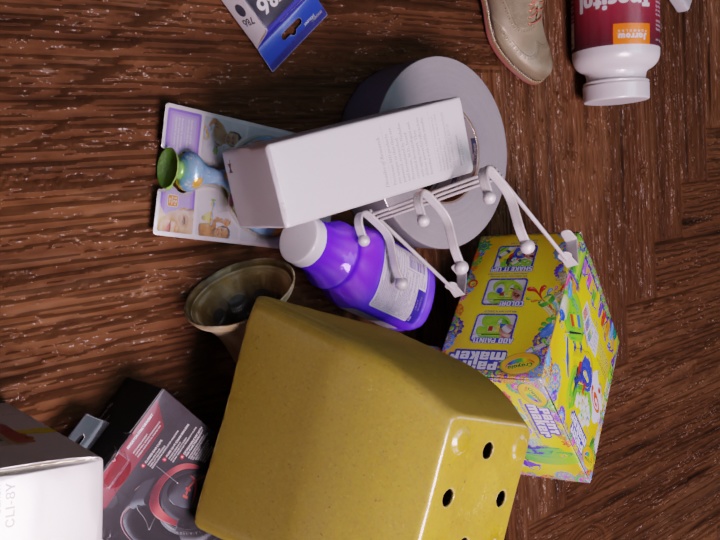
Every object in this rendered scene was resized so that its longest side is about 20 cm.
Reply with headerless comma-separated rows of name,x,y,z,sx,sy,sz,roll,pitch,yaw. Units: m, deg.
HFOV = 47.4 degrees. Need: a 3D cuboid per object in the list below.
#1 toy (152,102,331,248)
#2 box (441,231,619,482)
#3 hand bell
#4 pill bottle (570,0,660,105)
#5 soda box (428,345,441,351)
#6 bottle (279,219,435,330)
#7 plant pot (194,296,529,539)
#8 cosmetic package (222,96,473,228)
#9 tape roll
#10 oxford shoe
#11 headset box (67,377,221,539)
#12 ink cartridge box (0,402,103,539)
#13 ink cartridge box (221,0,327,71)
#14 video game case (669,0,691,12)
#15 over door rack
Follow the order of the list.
toy,-0.092,-0.081,0.768,0.198,0.047,0.117,5,90,-39
box,0.196,0.096,0.917,0.201,0.121,0.194,58,44,-39
hand bell,-0.083,0.101,0.774,0.104,0.103,0.202,-38,126,-32
pill bottle,0.331,-0.322,1.063,0.112,0.112,0.203,-7,96,-39
soda box,0.020,0.167,0.862,0.200,0.063,0.069,-45,118,-28
bottle,0.000,0.000,0.814,0.199,0.065,0.085,26,71,-50
plant pot,0.019,0.150,0.668,0.193,0.199,0.198,18,86,-47
cosmetic package,-0.009,-0.097,0.730,0.198,0.101,0.072,-19,103,-28
tape roll,0.070,-0.125,0.889,0.199,0.066,0.203,-2,94,-39
oxford shoe,0.188,-0.310,0.970,0.071,0.074,0.201,-51,121,-26
headset box,-0.174,0.200,0.696,0.200,0.075,0.149,49,63,-30
ink cartridge box,-0.249,0.180,0.553,0.083,0.199,0.147,-1,93,-39
ink cartridge box,-0.102,-0.296,0.756,0.100,0.039,0.201,-53,123,-25
video game case,0.460,-0.522,1.220,0.199,0.023,0.184,34,71,-34
over door rack,0.108,-0.019,0.785,0.199,0.146,0.067,28,54,-48
